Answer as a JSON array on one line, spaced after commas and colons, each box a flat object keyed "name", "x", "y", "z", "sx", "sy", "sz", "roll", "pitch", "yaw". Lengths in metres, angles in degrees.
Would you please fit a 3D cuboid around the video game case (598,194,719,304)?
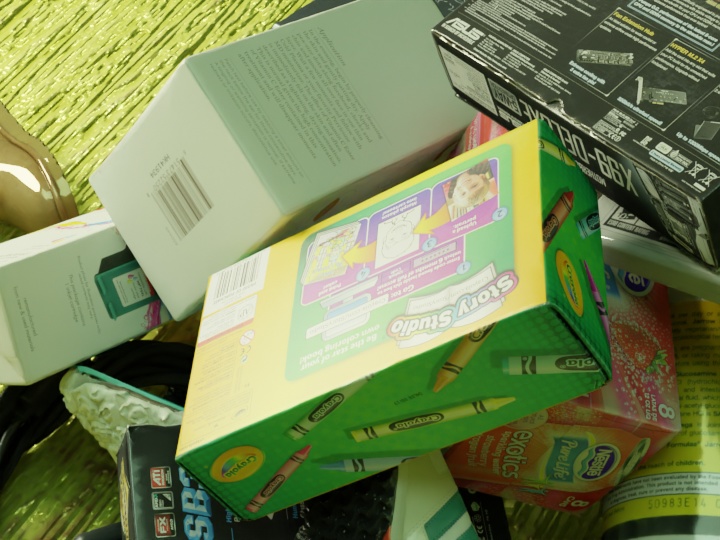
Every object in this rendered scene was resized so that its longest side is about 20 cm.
[{"name": "video game case", "x": 0.225, "y": -0.049, "z": 0.645, "sx": 0.182, "sy": 0.024, "sz": 0.199, "roll": -47, "pitch": 39, "yaw": -18}]

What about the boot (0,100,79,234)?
[{"name": "boot", "x": -0.305, "y": -0.029, "z": 0.956, "sx": 0.199, "sy": 0.067, "sz": 0.175, "roll": -30, "pitch": 40, "yaw": -20}]

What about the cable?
[{"name": "cable", "x": -0.156, "y": 0.124, "z": 0.819, "sx": 0.161, "sy": 0.051, "sz": 0.201, "roll": 17, "pitch": 50, "yaw": 14}]

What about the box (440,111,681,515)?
[{"name": "box", "x": 0.096, "y": 0.011, "z": 0.741, "sx": 0.093, "sy": 0.103, "sz": 0.202, "roll": 16, "pitch": 51, "yaw": -17}]

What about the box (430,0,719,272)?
[{"name": "box", "x": 0.153, "y": -0.110, "z": 0.679, "sx": 0.157, "sy": 0.050, "sz": 0.200, "roll": -40, "pitch": 46, "yaw": -11}]

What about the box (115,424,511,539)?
[{"name": "box", "x": -0.015, "y": 0.172, "z": 0.689, "sx": 0.196, "sy": 0.050, "sz": 0.202, "roll": -1, "pitch": 61, "yaw": -18}]

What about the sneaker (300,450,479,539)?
[{"name": "sneaker", "x": 0.031, "y": 0.146, "z": 0.663, "sx": 0.070, "sy": 0.093, "sz": 0.202, "roll": -37, "pitch": 44, "yaw": 32}]

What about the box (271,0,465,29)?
[{"name": "box", "x": 0.062, "y": -0.146, "z": 0.987, "sx": 0.199, "sy": 0.108, "sz": 0.148, "roll": -35, "pitch": 54, "yaw": -24}]

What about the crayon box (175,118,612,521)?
[{"name": "crayon box", "x": 0.013, "y": 0.025, "z": 0.646, "sx": 0.198, "sy": 0.058, "sz": 0.120, "roll": -24, "pitch": 38, "yaw": 26}]

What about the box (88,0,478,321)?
[{"name": "box", "x": -0.033, "y": -0.072, "z": 0.798, "sx": 0.199, "sy": 0.124, "sz": 0.098, "roll": -28, "pitch": 82, "yaw": -45}]

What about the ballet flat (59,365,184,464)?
[{"name": "ballet flat", "x": -0.077, "y": 0.111, "z": 0.768, "sx": 0.197, "sy": 0.072, "sz": 0.072, "roll": 19, "pitch": 49, "yaw": -7}]

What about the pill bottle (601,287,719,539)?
[{"name": "pill bottle", "x": 0.188, "y": 0.076, "z": 0.745, "sx": 0.111, "sy": 0.113, "sz": 0.203, "roll": 4, "pitch": 65, "yaw": 9}]

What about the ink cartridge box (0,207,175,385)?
[{"name": "ink cartridge box", "x": -0.156, "y": 0.003, "z": 0.835, "sx": 0.115, "sy": 0.068, "sz": 0.199, "roll": -5, "pitch": 14, "yaw": 44}]
